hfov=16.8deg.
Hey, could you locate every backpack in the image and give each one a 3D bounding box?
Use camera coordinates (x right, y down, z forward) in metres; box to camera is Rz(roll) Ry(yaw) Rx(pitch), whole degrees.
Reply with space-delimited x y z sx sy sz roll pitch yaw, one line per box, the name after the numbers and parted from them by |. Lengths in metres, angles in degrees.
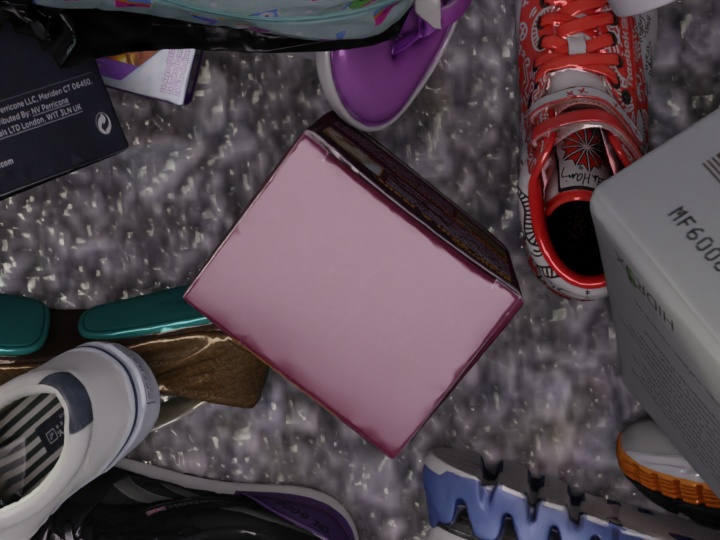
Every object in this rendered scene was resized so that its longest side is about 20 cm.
-0.049 -0.162 0.970 0.199 0.127 0.168 10 75 -14 | backpack

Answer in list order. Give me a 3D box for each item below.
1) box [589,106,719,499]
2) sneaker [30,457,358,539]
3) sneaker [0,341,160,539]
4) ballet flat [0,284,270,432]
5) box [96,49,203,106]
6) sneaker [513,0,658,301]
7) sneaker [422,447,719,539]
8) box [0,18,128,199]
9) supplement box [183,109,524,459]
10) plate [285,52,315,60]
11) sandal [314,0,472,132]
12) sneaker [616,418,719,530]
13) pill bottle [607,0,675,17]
0.233 0.024 1.000 0.199 0.171 0.200 -32 60 -7 | box
-0.101 0.127 1.115 0.199 0.088 0.076 0 95 3 | sneaker
-0.177 0.099 1.079 0.200 0.071 0.073 -45 71 23 | sneaker
-0.136 0.047 1.129 0.199 0.068 0.073 -4 114 -1 | ballet flat
-0.121 -0.188 1.111 0.136 0.039 0.201 15 96 0 | box
0.101 -0.086 1.077 0.067 0.108 0.202 0 95 2 | sneaker
0.108 0.166 1.122 0.199 0.081 0.116 20 99 7 | sneaker
-0.232 -0.105 1.041 0.200 0.123 0.199 -17 96 39 | box
0.000 0.000 1.042 0.110 0.200 0.086 38 96 -2 | supplement box
-0.045 -0.198 1.073 0.199 0.032 0.200 9 98 -22 | plate
0.040 -0.156 1.071 0.082 0.050 0.203 29 82 -41 | sandal
0.218 0.072 1.116 0.199 0.076 0.092 4 71 8 | sneaker
0.104 -0.216 1.023 0.119 0.120 0.201 -26 100 4 | pill bottle
